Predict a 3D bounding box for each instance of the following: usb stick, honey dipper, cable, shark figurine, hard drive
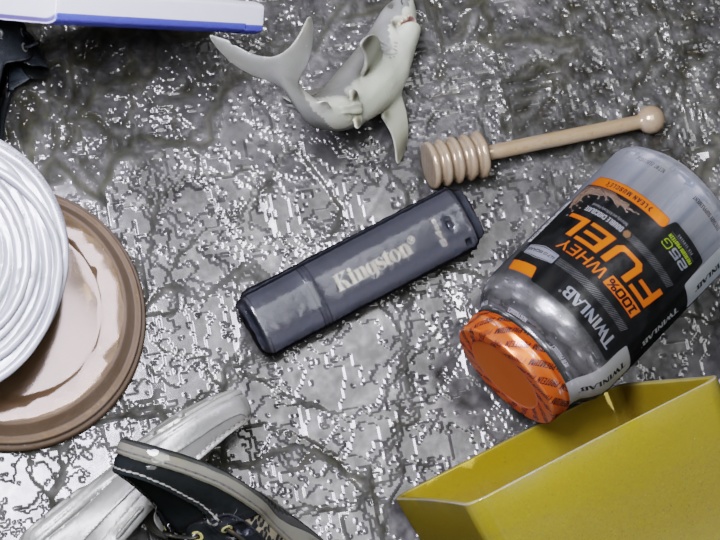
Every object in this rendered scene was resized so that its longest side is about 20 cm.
[{"bbox_3d":[0.000,0.000,1.649,0.199,0.033,0.056,-28,80,-15],"label":"usb stick"},{"bbox_3d":[0.145,-0.103,1.699,0.199,0.038,0.038,-14,78,-15],"label":"honey dipper"},{"bbox_3d":[-0.307,-0.006,1.544,0.199,0.069,0.201,0,85,-7],"label":"cable"},{"bbox_3d":[-0.031,-0.137,1.647,0.089,0.214,0.129,6,105,31],"label":"shark figurine"},{"bbox_3d":[-0.186,-0.190,1.573,0.200,0.132,0.025,-4,101,-48],"label":"hard drive"}]

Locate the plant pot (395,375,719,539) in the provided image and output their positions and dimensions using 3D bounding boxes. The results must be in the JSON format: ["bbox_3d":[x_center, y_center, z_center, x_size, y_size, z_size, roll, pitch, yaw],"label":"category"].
[{"bbox_3d":[0.170,0.199,1.548,0.199,0.200,0.177,-25,91,-15],"label":"plant pot"}]

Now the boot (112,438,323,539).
[{"bbox_3d":[-0.118,0.218,1.512,0.203,0.073,0.154,38,72,-40],"label":"boot"}]

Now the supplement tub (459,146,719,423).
[{"bbox_3d":[0.175,0.012,1.627,0.123,0.123,0.200,44,73,4],"label":"supplement tub"}]

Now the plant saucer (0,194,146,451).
[{"bbox_3d":[-0.256,0.032,1.602,0.199,0.029,0.201,2,76,-9],"label":"plant saucer"}]

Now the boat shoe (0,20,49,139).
[{"bbox_3d":[-0.266,-0.149,1.622,0.066,0.075,0.200,16,76,1],"label":"boat shoe"}]

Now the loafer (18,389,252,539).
[{"bbox_3d":[-0.154,0.161,1.567,0.200,0.070,0.070,-38,91,-10],"label":"loafer"}]

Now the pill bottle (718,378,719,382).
[{"bbox_3d":[0.357,0.039,1.655,0.111,0.111,0.200,43,74,4],"label":"pill bottle"}]
